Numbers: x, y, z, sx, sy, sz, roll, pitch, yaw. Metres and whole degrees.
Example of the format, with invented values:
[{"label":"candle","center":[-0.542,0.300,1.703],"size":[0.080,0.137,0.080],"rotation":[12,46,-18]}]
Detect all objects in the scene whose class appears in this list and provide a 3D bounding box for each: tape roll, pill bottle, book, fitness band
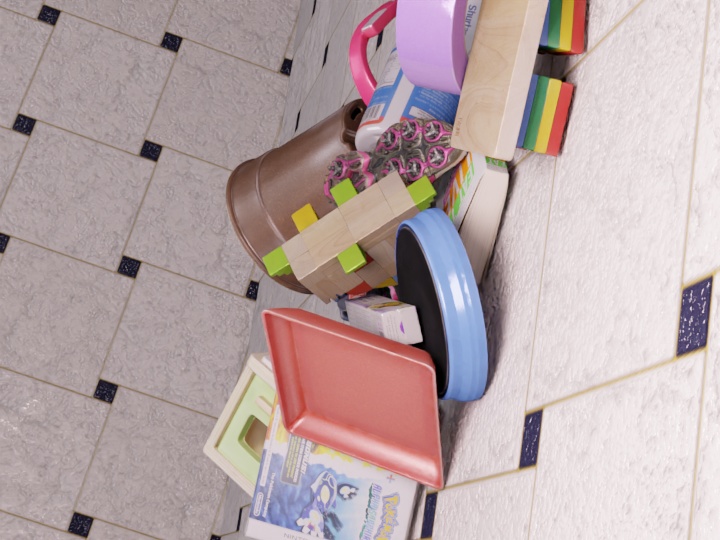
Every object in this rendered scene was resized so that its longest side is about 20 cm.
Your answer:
[{"label":"tape roll","center":[0.108,-0.288,1.555],"size":[0.200,0.066,0.201],"rotation":[-48,-34,-49]},{"label":"pill bottle","center":[0.077,-0.214,1.747],"size":[0.112,0.112,0.200],"rotation":[124,170,-66]},{"label":"book","center":[0.124,-0.093,1.608],"size":[0.200,0.048,0.134],"rotation":[-90,16,-62]},{"label":"fitness band","center":[0.053,-0.263,1.856],"size":[0.037,0.144,0.200],"rotation":[-16,21,36]}]

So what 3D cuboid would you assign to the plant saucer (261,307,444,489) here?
[{"label":"plant saucer","center":[0.001,0.126,1.539],"size":[0.037,0.199,0.200],"rotation":[-53,-30,-37]}]

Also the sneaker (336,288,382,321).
[{"label":"sneaker","center":[0.000,0.000,1.748],"size":[0.200,0.075,0.085],"rotation":[88,-171,-64]}]

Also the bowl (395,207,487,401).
[{"label":"bowl","center":[0.079,0.038,1.500],"size":[0.201,0.039,0.201],"rotation":[168,90,-80]}]

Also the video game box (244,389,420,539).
[{"label":"video game box","center":[-0.022,0.226,1.658],"size":[0.047,0.182,0.201],"rotation":[-37,-40,-80]}]

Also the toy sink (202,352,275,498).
[{"label":"toy sink","center":[-0.079,0.171,1.764],"size":[0.112,0.130,0.200],"rotation":[3,-59,-57]}]

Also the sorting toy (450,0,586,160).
[{"label":"sorting toy","center":[0.161,-0.206,1.429],"size":[0.200,0.069,0.199],"rotation":[-136,58,-79]}]

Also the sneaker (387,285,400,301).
[{"label":"sneaker","center":[0.073,0.040,1.683],"size":[0.095,0.079,0.201],"rotation":[156,119,-67]}]

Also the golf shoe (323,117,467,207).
[{"label":"golf shoe","center":[0.052,-0.120,1.652],"size":[0.200,0.092,0.073],"rotation":[-18,74,44]}]

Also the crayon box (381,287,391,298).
[{"label":"crayon box","center":[0.038,0.019,1.909],"size":[0.200,0.058,0.119],"rotation":[-98,22,-62]}]

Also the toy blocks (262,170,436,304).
[{"label":"toy blocks","center":[0.012,-0.024,1.621],"size":[0.100,0.200,0.137],"rotation":[63,-169,30]}]

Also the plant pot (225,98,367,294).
[{"label":"plant pot","center":[-0.031,-0.103,1.854],"size":[0.198,0.200,0.201],"rotation":[-34,37,34]}]

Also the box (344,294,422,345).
[{"label":"box","center":[0.023,0.054,1.594],"size":[0.200,0.039,0.042],"rotation":[-170,69,-78]}]
